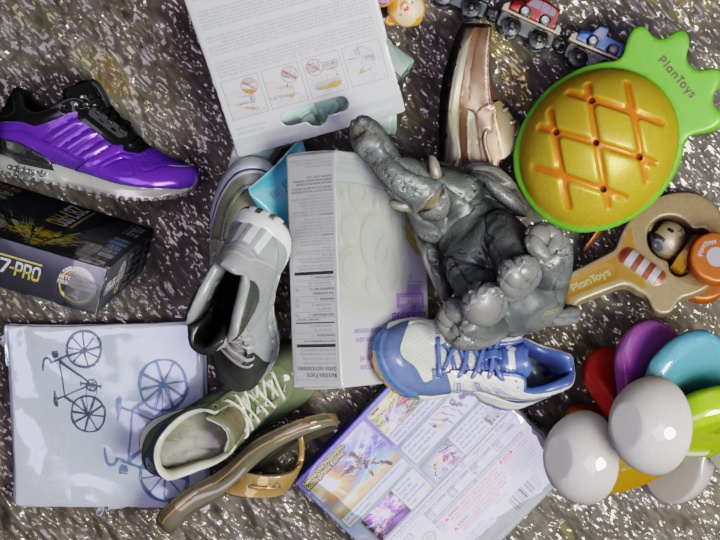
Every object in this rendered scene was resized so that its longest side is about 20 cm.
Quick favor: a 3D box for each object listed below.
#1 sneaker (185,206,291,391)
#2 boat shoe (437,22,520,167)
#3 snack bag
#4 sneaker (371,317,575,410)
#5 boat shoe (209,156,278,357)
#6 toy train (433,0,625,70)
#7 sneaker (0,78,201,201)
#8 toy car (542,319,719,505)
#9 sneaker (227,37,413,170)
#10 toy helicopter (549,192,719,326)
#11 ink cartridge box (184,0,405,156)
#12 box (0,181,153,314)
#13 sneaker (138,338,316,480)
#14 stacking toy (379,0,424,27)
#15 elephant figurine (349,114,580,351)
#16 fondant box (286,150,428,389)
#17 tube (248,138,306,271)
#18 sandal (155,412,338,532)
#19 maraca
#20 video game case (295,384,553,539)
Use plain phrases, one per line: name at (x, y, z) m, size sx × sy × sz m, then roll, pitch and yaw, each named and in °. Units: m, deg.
sneaker at (-0.118, 0.050, 1.298) m, size 0.074 × 0.116 × 0.201 m, roll 19°, pitch 130°, yaw 12°
boat shoe at (0.108, -0.123, 1.382) m, size 0.073 × 0.076 × 0.202 m, roll 4°, pitch 108°, yaw -3°
snack bag at (-0.244, 0.142, 1.465) m, size 0.198 × 0.021 × 0.191 m, roll -1°, pitch 100°, yaw 1°
sneaker at (0.103, 0.075, 1.334) m, size 0.199 × 0.088 × 0.076 m, roll 9°, pitch 71°, yaw -38°
boat shoe at (-0.105, -0.004, 1.386) m, size 0.071 × 0.062 × 0.202 m, roll 4°, pitch 120°, yaw -10°
toy train at (0.157, -0.225, 1.378) m, size 0.199 × 0.034 × 0.046 m, roll 25°, pitch 89°, yaw 0°
sneaker at (-0.240, -0.123, 1.399) m, size 0.198 × 0.070 × 0.101 m, roll 11°, pitch 98°, yaw 1°
toy car at (0.263, 0.122, 1.362) m, size 0.174 × 0.200 × 0.151 m, roll 6°, pitch 63°, yaw -34°
sneaker at (-0.033, -0.134, 1.379) m, size 0.118 × 0.074 × 0.201 m, roll 33°, pitch 97°, yaw 4°
toy helicopter at (0.237, -0.013, 1.382) m, size 0.198 × 0.079 × 0.133 m, roll -23°, pitch 75°, yaw -4°
ink cartridge box at (-0.062, -0.215, 1.315) m, size 0.161 × 0.057 × 0.201 m, roll -14°, pitch 124°, yaw 5°
box at (-0.282, -0.023, 1.352) m, size 0.160 × 0.200 × 0.050 m, roll 19°, pitch 102°, yaw 1°
sneaker at (-0.114, 0.136, 1.411) m, size 0.199 × 0.090 × 0.068 m, roll -29°, pitch 103°, yaw -2°
stacking toy at (-0.017, -0.288, 1.353) m, size 0.200 × 0.110 × 0.116 m, roll 43°, pitch 97°, yaw -15°
elephant figurine at (0.091, -0.041, 1.311) m, size 0.141 × 0.156 × 0.200 m, roll -25°, pitch 59°, yaw -21°
fondant box at (0.000, 0.000, 1.347) m, size 0.058 × 0.144 × 0.202 m, roll -2°, pitch 89°, yaw 34°
tube at (-0.041, -0.013, 1.382) m, size 0.050 × 0.078 × 0.201 m, roll 1°, pitch 126°, yaw 38°
sandal at (-0.100, 0.197, 1.429) m, size 0.199 × 0.080 × 0.054 m, roll -34°, pitch 79°, yaw 2°
maraca at (0.225, -0.123, 1.336) m, size 0.200 × 0.107 × 0.137 m, roll -42°, pitch 86°, yaw 8°
video game case at (0.070, 0.188, 1.443) m, size 0.181 × 0.045 × 0.200 m, roll 43°, pitch 99°, yaw -5°
